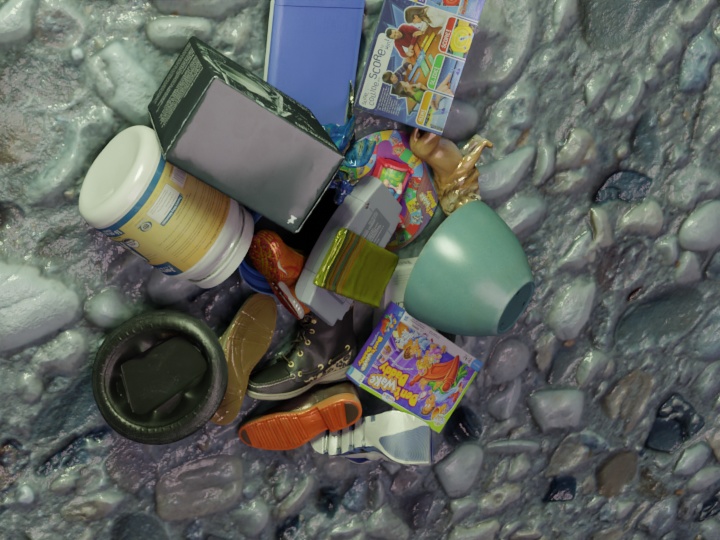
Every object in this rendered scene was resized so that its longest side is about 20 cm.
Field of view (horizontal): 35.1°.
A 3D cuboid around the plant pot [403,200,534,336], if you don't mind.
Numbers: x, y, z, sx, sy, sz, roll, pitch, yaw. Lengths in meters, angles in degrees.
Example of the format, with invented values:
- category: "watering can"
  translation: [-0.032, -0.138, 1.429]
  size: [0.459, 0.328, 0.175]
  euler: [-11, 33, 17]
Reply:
- category: "plant pot"
  translation: [0.176, 0.019, 1.673]
  size: [0.200, 0.134, 0.201]
  euler: [-41, 153, -27]

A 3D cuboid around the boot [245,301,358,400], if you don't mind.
- category: "boot"
  translation: [-0.087, 0.105, 1.710]
  size: [0.197, 0.073, 0.153]
  euler: [-13, 122, -25]

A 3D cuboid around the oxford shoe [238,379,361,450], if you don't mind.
- category: "oxford shoe"
  translation: [-0.095, 0.224, 1.777]
  size: [0.197, 0.073, 0.072]
  euler: [-15, 124, 3]

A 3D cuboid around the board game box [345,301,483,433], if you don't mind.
- category: "board game box"
  translation: [0.087, 0.155, 1.788]
  size: [0.199, 0.045, 0.135]
  euler: [33, 89, -38]

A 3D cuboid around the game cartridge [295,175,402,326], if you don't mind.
- category: "game cartridge"
  translation: [-0.017, -0.029, 1.595]
  size: [0.202, 0.040, 0.133]
  euler: [-59, 157, -8]

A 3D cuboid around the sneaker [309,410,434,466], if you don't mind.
- category: "sneaker"
  translation: [0.024, 0.269, 1.823]
  size: [0.115, 0.196, 0.082]
  euler: [50, 44, -72]

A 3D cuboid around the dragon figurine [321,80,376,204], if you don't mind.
- category: "dragon figurine"
  translation: [-0.020, -0.167, 1.512]
  size: [0.059, 0.099, 0.201]
  euler: [46, 59, -31]

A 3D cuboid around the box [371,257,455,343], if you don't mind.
- category: "box"
  translation: [0.089, 0.075, 1.808]
  size: [0.142, 0.036, 0.203]
  euler: [-8, 120, -24]

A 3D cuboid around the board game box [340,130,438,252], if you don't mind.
- category: "board game box"
  translation: [0.042, -0.106, 1.685]
  size: [0.157, 0.039, 0.202]
  euler: [-32, 126, -9]

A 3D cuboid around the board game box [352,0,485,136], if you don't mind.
- category: "board game box"
  translation: [0.080, -0.303, 1.569]
  size: [0.133, 0.035, 0.203]
  euler: [17, 109, -3]

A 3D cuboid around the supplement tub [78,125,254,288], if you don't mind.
- category: "supplement tub"
  translation: [-0.250, -0.078, 1.486]
  size: [0.199, 0.145, 0.145]
  euler: [37, 96, -35]

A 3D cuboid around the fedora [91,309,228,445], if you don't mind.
- category: "fedora"
  translation: [-0.274, 0.148, 1.607]
  size: [0.197, 0.092, 0.204]
  euler: [0, 90, 9]

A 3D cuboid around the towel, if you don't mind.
- category: "towel"
  translation: [0.000, 0.000, 1.595]
  size: [0.087, 0.018, 0.200]
  euler: [-63, 154, 2]

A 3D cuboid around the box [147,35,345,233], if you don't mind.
- category: "box"
  translation: [-0.149, -0.173, 1.437]
  size: [0.198, 0.197, 0.125]
  euler: [29, 105, -27]

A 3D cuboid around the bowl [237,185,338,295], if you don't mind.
- category: "bowl"
  translation: [-0.090, -0.052, 1.616]
  size: [0.198, 0.040, 0.202]
  euler: [-21, 140, -18]

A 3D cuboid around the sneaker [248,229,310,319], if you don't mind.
- category: "sneaker"
  translation: [-0.100, -0.009, 1.578]
  size: [0.077, 0.073, 0.201]
  euler: [-46, 153, -11]

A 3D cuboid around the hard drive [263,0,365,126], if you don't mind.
- category: "hard drive"
  translation: [-0.067, -0.279, 1.548]
  size: [0.130, 0.025, 0.203]
  euler: [-4, 117, -25]

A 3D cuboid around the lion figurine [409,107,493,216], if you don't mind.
- category: "lion figurine"
  translation: [0.121, -0.172, 1.679]
  size: [0.200, 0.072, 0.123]
  euler: [40, 92, -30]

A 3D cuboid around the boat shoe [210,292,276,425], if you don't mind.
- category: "boat shoe"
  translation: [-0.188, 0.123, 1.671]
  size: [0.073, 0.069, 0.202]
  euler: [30, 78, -32]
